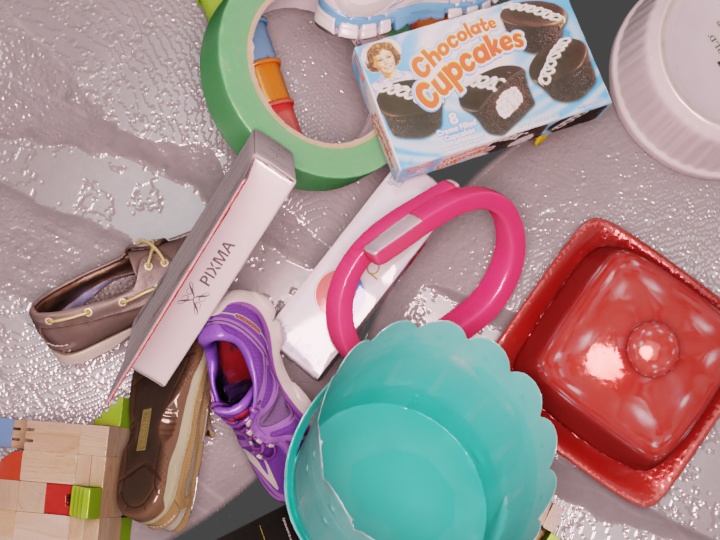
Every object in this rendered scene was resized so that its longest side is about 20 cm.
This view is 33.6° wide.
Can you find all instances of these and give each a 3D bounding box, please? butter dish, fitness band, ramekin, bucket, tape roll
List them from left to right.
[{"bbox_3d":[-0.041,-0.173,1.047,0.198,0.048,0.203,7,76,-28],"label":"tape roll"},{"bbox_3d":[0.042,0.158,0.941,0.205,0.135,0.209,9,57,-14],"label":"bucket"},{"bbox_3d":[0.058,0.008,1.023,0.199,0.037,0.145,-32,128,-21],"label":"fitness band"},{"bbox_3d":[0.232,0.072,1.011,0.199,0.148,0.200,36,82,4],"label":"butter dish"},{"bbox_3d":[0.333,-0.188,1.075,0.200,0.094,0.205,0,82,-1],"label":"ramekin"}]

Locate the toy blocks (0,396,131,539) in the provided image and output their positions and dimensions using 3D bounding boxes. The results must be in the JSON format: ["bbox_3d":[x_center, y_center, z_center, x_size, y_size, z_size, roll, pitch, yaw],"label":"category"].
[{"bbox_3d":[-0.276,0.206,1.020,0.135,0.100,0.203,2,81,11],"label":"toy blocks"}]

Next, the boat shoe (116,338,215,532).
[{"bbox_3d":[-0.158,0.127,1.040,0.071,0.076,0.202,-6,61,33],"label":"boat shoe"}]

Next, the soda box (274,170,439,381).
[{"bbox_3d":[0.000,0.000,1.056,0.063,0.068,0.201,38,84,4],"label":"soda box"}]

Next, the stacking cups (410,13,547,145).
[{"bbox_3d":[0.105,-0.201,1.089,0.200,0.061,0.061,42,83,4],"label":"stacking cups"}]

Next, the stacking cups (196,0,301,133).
[{"bbox_3d":[-0.102,-0.200,1.089,0.060,0.061,0.202,-20,89,-4],"label":"stacking cups"}]

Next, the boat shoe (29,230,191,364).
[{"bbox_3d":[-0.192,0.009,1.045,0.198,0.060,0.072,-28,42,-2],"label":"boat shoe"}]

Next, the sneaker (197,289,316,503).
[{"bbox_3d":[-0.094,0.118,1.002,0.080,0.084,0.202,-10,114,25],"label":"sneaker"}]

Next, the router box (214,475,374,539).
[{"bbox_3d":[-0.034,0.294,0.991,0.148,0.051,0.202,-26,69,6],"label":"router box"}]

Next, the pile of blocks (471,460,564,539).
[{"bbox_3d":[0.136,0.210,1.033,0.082,0.062,0.201,-30,83,-5],"label":"pile of blocks"}]

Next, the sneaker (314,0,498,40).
[{"bbox_3d":[0.053,-0.262,1.024,0.199,0.087,0.075,-22,48,-29],"label":"sneaker"}]

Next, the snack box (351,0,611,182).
[{"bbox_3d":[0.103,-0.162,1.030,0.198,0.037,0.117,-19,78,-10],"label":"snack box"}]

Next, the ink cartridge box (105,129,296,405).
[{"bbox_3d":[-0.120,0.001,0.922,0.044,0.176,0.201,31,104,-13],"label":"ink cartridge box"}]
